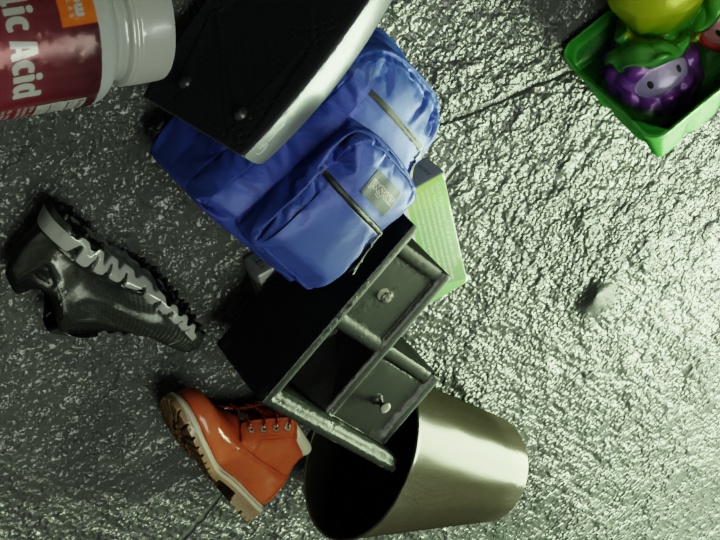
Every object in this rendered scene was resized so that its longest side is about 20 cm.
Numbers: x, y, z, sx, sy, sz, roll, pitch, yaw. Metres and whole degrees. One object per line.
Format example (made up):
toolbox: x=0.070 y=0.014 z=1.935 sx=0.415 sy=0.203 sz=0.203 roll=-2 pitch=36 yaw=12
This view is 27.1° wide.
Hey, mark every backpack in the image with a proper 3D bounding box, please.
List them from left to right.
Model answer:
backpack: x=-0.030 y=-0.100 z=1.193 sx=0.200 sy=0.168 sz=0.162 roll=-46 pitch=148 yaw=1

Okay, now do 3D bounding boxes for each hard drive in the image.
hard drive: x=-0.059 y=-0.179 z=1.119 sx=0.200 sy=0.135 sz=0.042 roll=-54 pitch=144 yaw=-7

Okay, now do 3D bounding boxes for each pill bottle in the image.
pill bottle: x=-0.237 y=-0.163 z=1.032 sx=0.199 sy=0.114 sz=0.115 roll=-15 pitch=129 yaw=-27

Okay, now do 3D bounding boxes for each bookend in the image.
bookend: x=0.013 y=0.053 z=1.339 sx=0.199 sy=0.092 sz=0.200 roll=-49 pitch=136 yaw=5

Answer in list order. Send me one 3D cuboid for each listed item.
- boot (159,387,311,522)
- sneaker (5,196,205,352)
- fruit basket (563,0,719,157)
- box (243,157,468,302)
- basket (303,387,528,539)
boot: x=-0.113 y=0.148 z=1.391 sx=0.107 sy=0.075 sz=0.200 roll=-41 pitch=144 yaw=-7
sneaker: x=-0.214 y=0.024 z=1.228 sx=0.090 sy=0.067 sz=0.200 roll=-44 pitch=132 yaw=5
fruit basket: x=0.289 y=-0.230 z=1.350 sx=0.215 sy=0.156 sz=0.216 roll=-31 pitch=152 yaw=-19
box: x=0.000 y=0.000 z=1.382 sx=0.199 sy=0.036 sz=0.145 roll=-28 pitch=134 yaw=-13
basket: x=0.066 y=0.194 z=1.508 sx=0.199 sy=0.136 sz=0.181 roll=15 pitch=107 yaw=-45
